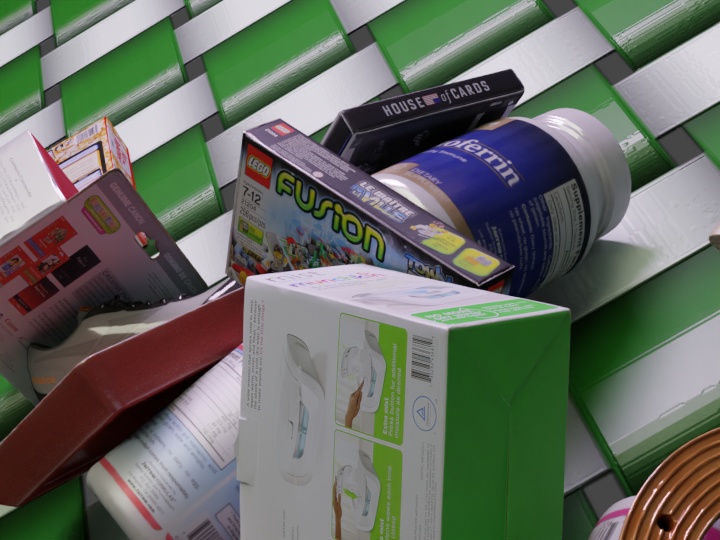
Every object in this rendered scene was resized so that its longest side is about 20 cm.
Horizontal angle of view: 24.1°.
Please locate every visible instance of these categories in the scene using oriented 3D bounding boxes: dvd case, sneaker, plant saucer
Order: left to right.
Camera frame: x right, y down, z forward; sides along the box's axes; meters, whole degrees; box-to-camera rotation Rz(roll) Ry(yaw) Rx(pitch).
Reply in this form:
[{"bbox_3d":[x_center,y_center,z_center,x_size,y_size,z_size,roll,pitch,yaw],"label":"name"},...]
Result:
[{"bbox_3d":[-0.154,0.088,1.156,0.199,0.037,0.199,-24,-13,-47],"label":"plant saucer"},{"bbox_3d":[-0.167,0.047,1.285,0.199,0.080,0.074,-28,-7,5],"label":"sneaker"},{"bbox_3d":[0.013,-0.058,1.171,0.149,0.025,0.200,-18,-23,-35],"label":"dvd case"}]

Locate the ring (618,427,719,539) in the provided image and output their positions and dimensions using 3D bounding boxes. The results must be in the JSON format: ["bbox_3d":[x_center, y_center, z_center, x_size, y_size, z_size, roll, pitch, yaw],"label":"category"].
[{"bbox_3d":[0.205,0.162,0.757,0.201,0.200,0.019,-56,-5,-33],"label":"ring"}]

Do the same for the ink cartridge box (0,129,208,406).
[{"bbox_3d":[-0.238,-0.008,1.317,0.175,0.200,0.084,-33,57,-2],"label":"ink cartridge box"}]

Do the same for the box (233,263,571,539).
[{"bbox_3d":[0.018,0.110,0.927,0.096,0.202,0.176,-7,11,-39],"label":"box"}]

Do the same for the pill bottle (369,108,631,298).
[{"bbox_3d":[0.084,-0.034,1.110,0.115,0.117,0.199,5,23,45],"label":"pill bottle"}]

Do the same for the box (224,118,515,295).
[{"bbox_3d":[0.000,0.000,1.036,0.199,0.111,0.035,33,40,31],"label":"box"}]

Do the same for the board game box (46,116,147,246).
[{"bbox_3d":[-0.283,-0.050,1.571,0.151,0.046,0.200,-29,32,5],"label":"board game box"}]

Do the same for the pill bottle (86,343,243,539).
[{"bbox_3d":[-0.072,0.112,1.101,0.200,0.109,0.109,-39,32,-12],"label":"pill bottle"}]

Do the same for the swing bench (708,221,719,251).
[{"bbox_3d":[0.307,-0.005,0.839,0.199,0.201,0.129,-45,34,-20],"label":"swing bench"}]

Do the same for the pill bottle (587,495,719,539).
[{"bbox_3d":[0.122,0.215,0.783,0.113,0.114,0.200,2,45,43],"label":"pill bottle"}]
